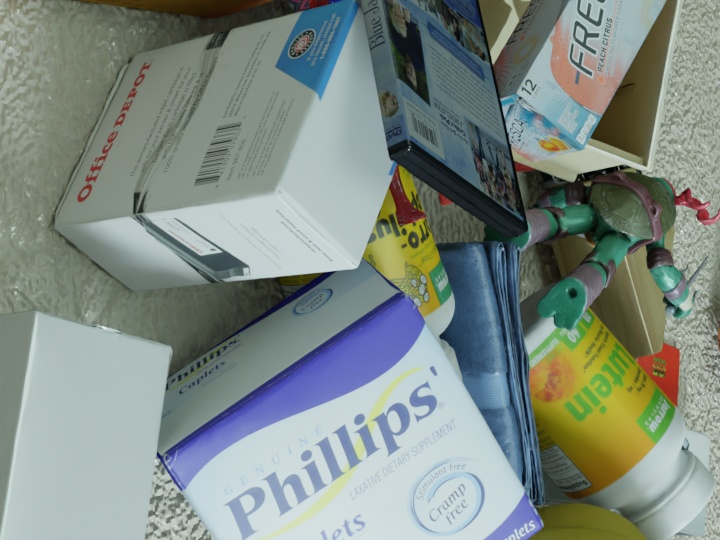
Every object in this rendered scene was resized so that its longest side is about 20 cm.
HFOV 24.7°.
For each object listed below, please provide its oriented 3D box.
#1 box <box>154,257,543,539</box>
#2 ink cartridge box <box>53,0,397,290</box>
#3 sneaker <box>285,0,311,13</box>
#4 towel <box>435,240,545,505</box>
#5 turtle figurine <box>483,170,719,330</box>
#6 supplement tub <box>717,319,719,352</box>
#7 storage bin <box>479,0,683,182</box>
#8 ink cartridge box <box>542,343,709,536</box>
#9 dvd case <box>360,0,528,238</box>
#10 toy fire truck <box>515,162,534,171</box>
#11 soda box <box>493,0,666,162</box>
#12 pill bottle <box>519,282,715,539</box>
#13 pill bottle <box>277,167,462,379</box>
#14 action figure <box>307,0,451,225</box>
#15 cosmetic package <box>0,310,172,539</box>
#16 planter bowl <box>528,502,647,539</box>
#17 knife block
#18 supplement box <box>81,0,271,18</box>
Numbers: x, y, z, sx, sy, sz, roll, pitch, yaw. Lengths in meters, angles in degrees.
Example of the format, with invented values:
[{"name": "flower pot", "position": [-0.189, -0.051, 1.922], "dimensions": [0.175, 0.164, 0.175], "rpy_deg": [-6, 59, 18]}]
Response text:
[{"name": "box", "position": [-0.015, 0.126, 1.059], "dimensions": [0.184, 0.105, 0.200], "rpy_deg": [-34, 113, -6]}, {"name": "ink cartridge box", "position": [-0.076, -0.073, 1.017], "dimensions": [0.084, 0.200, 0.145], "rpy_deg": [44, 55, -37]}, {"name": "sneaker", "position": [0.026, -0.244, 1.104], "dimensions": [0.200, 0.081, 0.075], "rpy_deg": [-52, 145, 11]}, {"name": "towel", "position": [0.079, 0.075, 1.216], "dimensions": [0.048, 0.112, 0.200], "rpy_deg": [-14, 98, -40]}, {"name": "turtle figurine", "position": [0.189, -0.029, 1.258], "dimensions": [0.200, 0.150, 0.101], "rpy_deg": [-22, 138, -46]}, {"name": "supplement tub", "position": [0.440, 0.076, 1.596], "dimensions": [0.200, 0.122, 0.123], "rpy_deg": [16, 73, -45]}, {"name": "storage bin", "position": [0.123, -0.190, 1.185], "dimensions": [0.198, 0.094, 0.200], "rpy_deg": [18, 77, -25]}, {"name": "ink cartridge box", "position": [0.235, 0.131, 1.430], "dimensions": [0.200, 0.044, 0.174], "rpy_deg": [20, 72, -43]}, {"name": "dvd case", "position": [0.045, -0.129, 1.004], "dimensions": [0.143, 0.018, 0.200], "rpy_deg": [30, 43, -51]}, {"name": "toy fire truck", "position": [0.090, -0.179, 1.271], "dimensions": [0.168, 0.112, 0.200], "rpy_deg": [4, 82, -46]}, {"name": "soda box", "position": [0.154, -0.172, 1.107], "dimensions": [0.064, 0.068, 0.200], "rpy_deg": [36, 71, -19]}, {"name": "pill bottle", "position": [0.182, 0.117, 1.286], "dimensions": [0.200, 0.111, 0.111], "rpy_deg": [48, 50, -7]}, {"name": "pill bottle", "position": [0.000, 0.000, 1.149], "dimensions": [0.113, 0.113, 0.200], "rpy_deg": [-32, 108, -44]}, {"name": "action figure", "position": [0.016, -0.133, 1.072], "dimensions": [0.065, 0.052, 0.200], "rpy_deg": [-25, 96, -22]}, {"name": "cosmetic package", "position": [-0.185, 0.132, 0.955], "dimensions": [0.108, 0.085, 0.200], "rpy_deg": [22, 68, -43]}, {"name": "planter bowl", "position": [0.162, 0.235, 1.249], "dimensions": [0.200, 0.200, 0.084], "rpy_deg": [45, 35, -33]}, {"name": "knife block", "position": [0.192, -0.044, 1.377], "dimensions": [0.176, 0.064, 0.200], "rpy_deg": [43, 45, -35]}, {"name": "supplement box", "position": [-0.148, -0.207, 1.057], "dimensions": [0.200, 0.066, 0.069], "rpy_deg": [-4, 87, -47]}]
